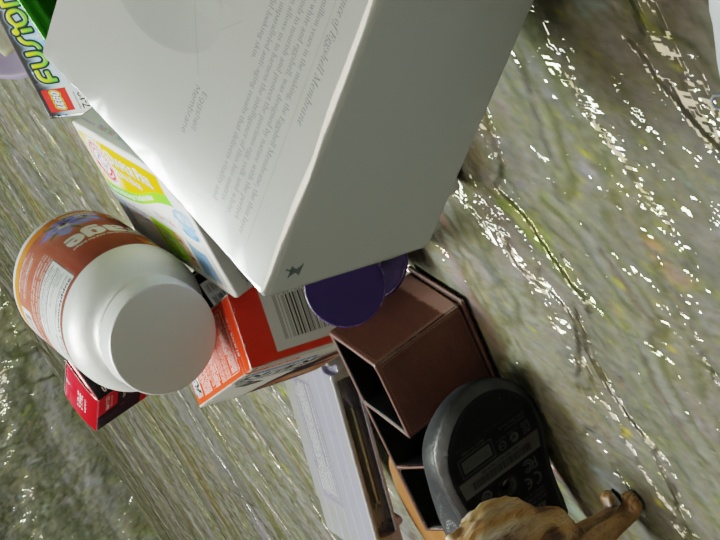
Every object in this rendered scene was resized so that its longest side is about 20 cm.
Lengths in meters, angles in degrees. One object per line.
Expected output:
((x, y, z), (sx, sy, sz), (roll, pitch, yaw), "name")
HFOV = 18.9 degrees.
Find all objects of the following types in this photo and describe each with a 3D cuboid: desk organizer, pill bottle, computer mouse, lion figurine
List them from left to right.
((-0.185, 0.027, 1.650), (0.200, 0.112, 0.113), (27, 149, 60), "pill bottle")
((0.058, 0.105, 1.520), (0.072, 0.077, 0.201), (33, 154, 54), "desk organizer")
((0.086, 0.157, 1.479), (0.053, 0.138, 0.202), (26, 138, 53), "computer mouse")
((0.147, 0.221, 1.410), (0.201, 0.122, 0.072), (57, 165, -10), "lion figurine")

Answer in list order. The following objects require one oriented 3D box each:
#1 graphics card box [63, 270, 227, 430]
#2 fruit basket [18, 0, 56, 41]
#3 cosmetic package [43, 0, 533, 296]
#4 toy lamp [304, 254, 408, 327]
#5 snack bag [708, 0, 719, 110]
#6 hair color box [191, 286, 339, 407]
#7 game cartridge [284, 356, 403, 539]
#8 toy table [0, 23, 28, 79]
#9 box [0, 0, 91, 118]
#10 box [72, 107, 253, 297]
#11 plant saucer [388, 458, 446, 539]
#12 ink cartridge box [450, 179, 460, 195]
((-0.156, 0.051, 1.826), (0.051, 0.199, 0.126), (52, 164, 8), "graphics card box")
((-0.181, -0.248, 1.402), (0.216, 0.155, 0.216), (55, -177, -4), "fruit basket")
((-0.034, -0.135, 1.060), (0.200, 0.122, 0.200), (47, 133, 29), "cosmetic package")
((0.000, 0.000, 1.413), (0.058, 0.058, 0.200), (55, -171, -3), "toy lamp")
((0.213, -0.025, 0.875), (0.188, 0.021, 0.201), (40, 160, 42), "snack bag")
((-0.066, 0.049, 1.673), (0.200, 0.110, 0.064), (146, 106, -72), "hair color box")
((-0.018, 0.143, 1.852), (0.130, 0.038, 0.202), (-150, 43, -67), "game cartridge")
((-0.332, -0.254, 1.793), (0.200, 0.184, 0.117), (43, 180, 3), "toy table")
((-0.230, -0.211, 1.689), (0.109, 0.035, 0.201), (-6, 131, 23), "box")
((-0.119, -0.077, 1.624), (0.200, 0.101, 0.113), (29, 152, 58), "box")
((0.084, 0.211, 1.758), (0.201, 0.032, 0.201), (50, 163, 20), "plant saucer")
((-0.036, -0.128, 1.294), (0.146, 0.086, 0.201), (35, 154, 47), "ink cartridge box")
